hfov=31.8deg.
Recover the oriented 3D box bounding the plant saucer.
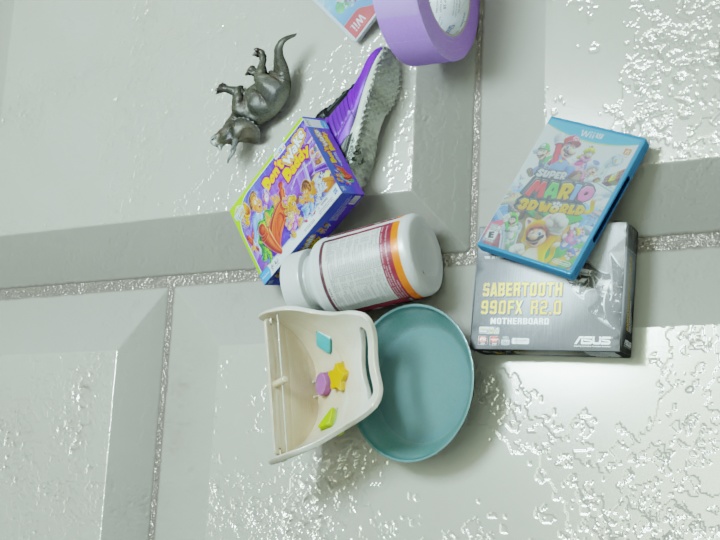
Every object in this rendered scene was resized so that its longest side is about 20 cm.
[{"bbox_3d":[0.072,0.145,1.618,0.198,0.036,0.203,-10,74,38],"label":"plant saucer"}]

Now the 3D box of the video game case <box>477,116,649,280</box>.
[{"bbox_3d":[0.248,-0.093,1.554,0.142,0.018,0.201,19,71,39],"label":"video game case"}]

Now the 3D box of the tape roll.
[{"bbox_3d":[0.087,-0.372,1.652,0.065,0.200,0.203,-1,77,29],"label":"tape roll"}]

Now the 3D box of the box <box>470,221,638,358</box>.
[{"bbox_3d":[0.237,0.025,1.556,0.198,0.048,0.160,0,78,30],"label":"box"}]

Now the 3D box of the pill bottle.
[{"bbox_3d":[0.000,0.000,1.666,0.198,0.109,0.111,-15,71,27],"label":"pill bottle"}]

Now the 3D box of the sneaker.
[{"bbox_3d":[-0.016,-0.219,1.753,0.099,0.069,0.202,16,86,35],"label":"sneaker"}]

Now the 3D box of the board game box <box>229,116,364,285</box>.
[{"bbox_3d":[-0.092,-0.093,1.744,0.200,0.044,0.135,-48,57,34],"label":"board game box"}]

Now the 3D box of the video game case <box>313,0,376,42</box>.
[{"bbox_3d":[-0.034,-0.442,1.778,0.200,0.017,0.143,45,122,5],"label":"video game case"}]

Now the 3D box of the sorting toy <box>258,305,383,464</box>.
[{"bbox_3d":[-0.038,0.136,1.624,0.179,0.106,0.202,-24,66,47],"label":"sorting toy"}]

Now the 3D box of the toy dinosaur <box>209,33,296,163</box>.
[{"bbox_3d":[-0.144,-0.256,1.848,0.200,0.077,0.102,-43,72,9],"label":"toy dinosaur"}]
